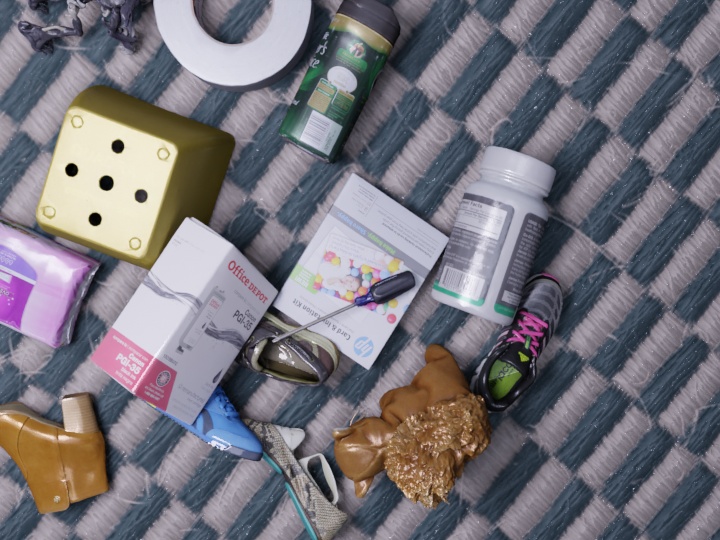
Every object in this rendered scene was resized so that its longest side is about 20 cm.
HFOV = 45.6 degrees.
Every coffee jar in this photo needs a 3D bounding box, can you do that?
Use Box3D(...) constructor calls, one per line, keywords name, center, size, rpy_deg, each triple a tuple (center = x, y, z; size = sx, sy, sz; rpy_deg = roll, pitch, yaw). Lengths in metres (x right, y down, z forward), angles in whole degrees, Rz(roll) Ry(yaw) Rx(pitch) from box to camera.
Box3D(name="coffee jar", center=(-0.024, -0.239, 1.066), size=(0.084, 0.104, 0.203), rpy_deg=(27, 94, -6))

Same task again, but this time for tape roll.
Box3D(name="tape roll", center=(-0.156, -0.331, 1.075), size=(0.195, 0.066, 0.206), rpy_deg=(0, 96, -1))

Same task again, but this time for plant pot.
Box3D(name="plant pot", center=(-0.284, -0.104, 1.038), size=(0.196, 0.176, 0.204), rpy_deg=(20, 95, -2))

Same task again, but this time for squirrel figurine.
Box3D(name="squirrel figurine", center=(0.060, 0.204, 1.058), size=(0.183, 0.200, 0.145), rpy_deg=(-19, 103, -11))

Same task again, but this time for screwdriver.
Box3D(name="screwdriver", center=(-0.022, 0.046, 1.082), size=(0.196, 0.028, 0.029), rpy_deg=(-20, 51, -4))

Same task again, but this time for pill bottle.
Box3D(name="pill bottle", center=(0.170, -0.043, 1.079), size=(0.111, 0.113, 0.204), rpy_deg=(19, 92, -3))

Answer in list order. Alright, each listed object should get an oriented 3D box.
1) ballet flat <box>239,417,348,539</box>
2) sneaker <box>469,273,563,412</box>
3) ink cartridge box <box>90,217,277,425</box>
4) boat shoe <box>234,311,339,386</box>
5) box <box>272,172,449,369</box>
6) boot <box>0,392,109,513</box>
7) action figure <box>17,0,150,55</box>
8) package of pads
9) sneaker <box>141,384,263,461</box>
Box3D(name="ballet flat", center=(-0.085, 0.260, 1.132), size=(0.075, 0.068, 0.202), rpy_deg=(-36, 89, -17))
Box3D(name="sneaker", center=(0.207, 0.100, 1.107), size=(0.073, 0.087, 0.203), rpy_deg=(29, 94, -3))
Box3D(name="ink cartridge box", center=(-0.204, 0.062, 1.023), size=(0.082, 0.147, 0.202), rpy_deg=(27, 78, 27))
Box3D(name="boat shoe", center=(-0.125, 0.096, 1.099), size=(0.195, 0.065, 0.075), rpy_deg=(13, 112, 11))
Box3D(name="box", center=(0.000, 0.000, 1.120), size=(0.154, 0.041, 0.202), rpy_deg=(33, 95, -4))
Box3D(name="boot", center=(-0.434, 0.246, 1.119), size=(0.196, 0.071, 0.148), rpy_deg=(-7, 92, -5))
Box3D(name="action figure", center=(-0.319, -0.332, 1.055), size=(0.195, 0.102, 0.122), rpy_deg=(-7, 90, 18))
Box3D(name="package of pads", center=(-0.446, 0.006, 1.096), size=(0.196, 0.076, 0.123), rpy_deg=(24, 93, -3))
Box3D(name="sneaker", center=(-0.196, 0.170, 1.092), size=(0.197, 0.066, 0.080), rpy_deg=(27, 81, 24))
